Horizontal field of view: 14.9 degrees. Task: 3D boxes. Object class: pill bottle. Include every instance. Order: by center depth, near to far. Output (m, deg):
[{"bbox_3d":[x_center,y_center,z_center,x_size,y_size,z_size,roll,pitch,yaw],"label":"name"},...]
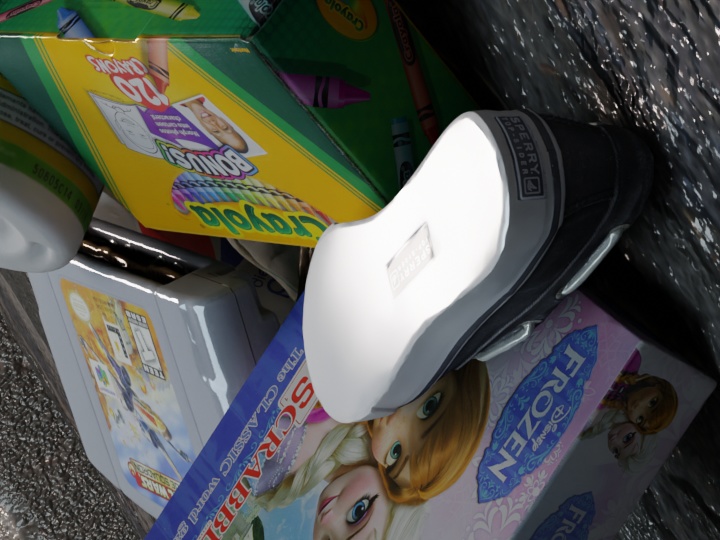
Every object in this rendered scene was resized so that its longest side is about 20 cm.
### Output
[{"bbox_3d":[-0.139,-0.111,1.186,0.111,0.201,0.111,18,161,6],"label":"pill bottle"}]

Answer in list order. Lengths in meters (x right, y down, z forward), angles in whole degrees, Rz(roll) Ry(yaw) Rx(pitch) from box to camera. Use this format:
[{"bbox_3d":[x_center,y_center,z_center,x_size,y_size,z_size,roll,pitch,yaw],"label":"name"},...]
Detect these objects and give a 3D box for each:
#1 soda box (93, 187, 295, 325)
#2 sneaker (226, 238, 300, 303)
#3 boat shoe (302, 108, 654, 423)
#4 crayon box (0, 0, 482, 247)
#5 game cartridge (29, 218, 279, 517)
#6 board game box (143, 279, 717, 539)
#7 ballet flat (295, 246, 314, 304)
[{"bbox_3d":[-0.086,-0.017,1.303,0.200,0.064,0.068,37,142,-4],"label":"soda box"},{"bbox_3d":[0.000,0.000,1.233,0.201,0.070,0.080,59,153,-8],"label":"sneaker"},{"bbox_3d":[0.038,-0.001,0.945,0.200,0.067,0.072,131,131,-58],"label":"boat shoe"},{"bbox_3d":[-0.049,-0.069,1.055,0.200,0.058,0.119,7,145,53],"label":"crayon box"},{"bbox_3d":[-0.083,0.051,1.202,0.200,0.041,0.134,17,124,59],"label":"game cartridge"},{"bbox_3d":[0.015,0.076,1.016,0.041,0.201,0.199,28,-173,-33],"label":"board game box"},{"bbox_3d":[0.004,0.034,1.151,0.072,0.067,0.201,-107,17,-65],"label":"ballet flat"}]
